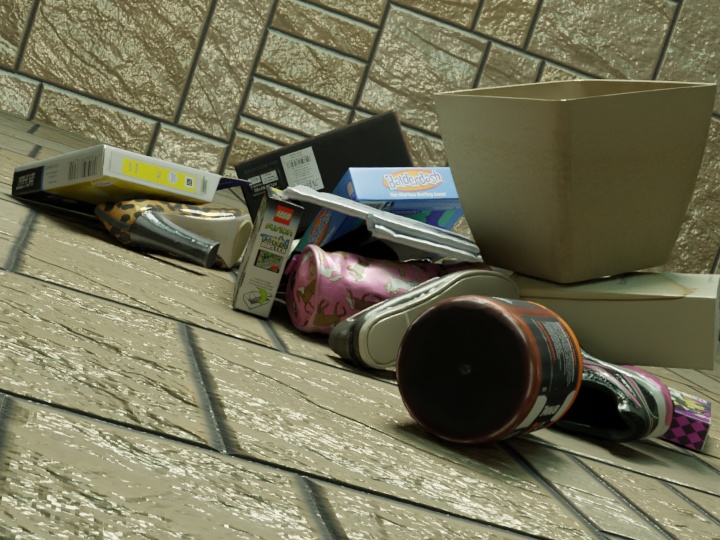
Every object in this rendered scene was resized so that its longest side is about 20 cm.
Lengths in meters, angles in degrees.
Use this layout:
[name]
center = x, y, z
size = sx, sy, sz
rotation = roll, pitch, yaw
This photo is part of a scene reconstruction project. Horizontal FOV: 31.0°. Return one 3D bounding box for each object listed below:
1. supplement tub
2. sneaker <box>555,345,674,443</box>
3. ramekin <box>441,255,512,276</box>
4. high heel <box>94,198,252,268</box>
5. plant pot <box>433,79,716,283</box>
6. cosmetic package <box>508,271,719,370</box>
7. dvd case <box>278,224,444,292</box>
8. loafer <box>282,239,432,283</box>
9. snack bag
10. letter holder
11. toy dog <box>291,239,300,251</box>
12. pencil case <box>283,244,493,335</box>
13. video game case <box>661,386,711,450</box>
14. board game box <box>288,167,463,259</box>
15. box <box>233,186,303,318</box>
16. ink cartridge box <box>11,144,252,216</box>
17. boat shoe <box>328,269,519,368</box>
[supplement tub]
center = 0.108, 0.074, 0.984
size = 0.107, 0.107, 0.200
rotation = 21, 5, 23
[sneaker]
center = 0.176, 0.099, 1.160
size = 0.200, 0.081, 0.086
rotation = 14, 13, 29
[ramekin]
center = 0.196, 0.032, 1.487
size = 0.200, 0.105, 0.200
rotation = -4, 0, 0
[high heel]
center = -0.203, -0.054, 1.452
size = 0.142, 0.072, 0.200
rotation = 21, 11, 8
[plant pot]
center = 0.209, -0.090, 1.270
size = 0.199, 0.177, 0.200
rotation = -10, 13, -30
[cosmetic package]
center = 0.239, 0.044, 1.239
size = 0.200, 0.073, 0.104
rotation = 1, 12, 16
[dvd case]
center = -0.002, -0.005, 1.455
size = 0.143, 0.018, 0.200
rotation = -27, -17, 25
[loafer]
center = 0.000, 0.000, 1.340
size = 0.200, 0.071, 0.073
rotation = 12, 6, -45
[snack bag]
center = 0.020, -0.047, 1.282
size = 0.200, 0.021, 0.189
rotation = 18, 5, 1
[letter holder]
center = -0.033, -0.106, 1.564
size = 0.200, 0.101, 0.142
rotation = -18, -3, 4
[toy dog]
center = -0.002, -0.018, 1.653
size = 0.200, 0.097, 0.132
rotation = 18, 5, -5
[pencil case]
center = 0.030, 0.024, 1.226
size = 0.200, 0.083, 0.086
rotation = 5, 6, -24
[video game case]
center = 0.275, 0.131, 1.390
size = 0.200, 0.036, 0.181
rotation = 20, 7, 15
[board game box]
center = 0.022, -0.048, 1.490
size = 0.152, 0.045, 0.200
rotation = -2, -28, -27
[box]
center = -0.093, -0.023, 1.288
size = 0.035, 0.110, 0.200
rotation = 18, 5, -7
[ink cartridge box]
center = -0.262, -0.091, 1.481
size = 0.200, 0.047, 0.197
rotation = 16, -16, -41
[boat shoe]
center = 0.058, 0.039, 1.159
size = 0.200, 0.067, 0.057
rotation = -17, 14, -39
